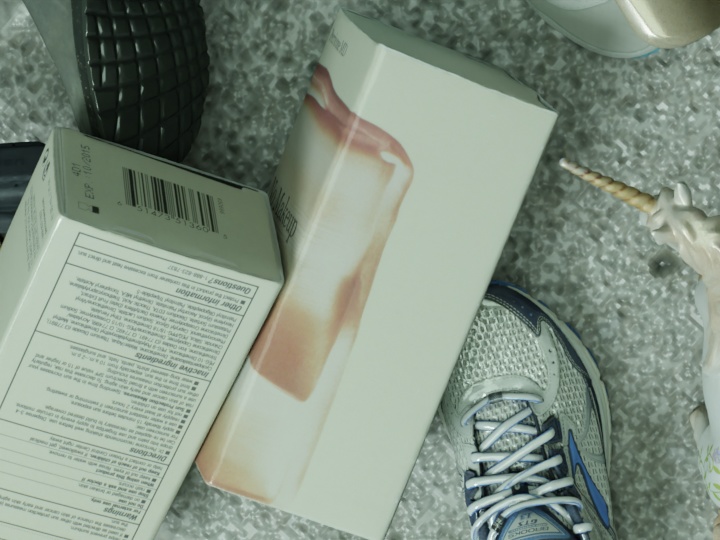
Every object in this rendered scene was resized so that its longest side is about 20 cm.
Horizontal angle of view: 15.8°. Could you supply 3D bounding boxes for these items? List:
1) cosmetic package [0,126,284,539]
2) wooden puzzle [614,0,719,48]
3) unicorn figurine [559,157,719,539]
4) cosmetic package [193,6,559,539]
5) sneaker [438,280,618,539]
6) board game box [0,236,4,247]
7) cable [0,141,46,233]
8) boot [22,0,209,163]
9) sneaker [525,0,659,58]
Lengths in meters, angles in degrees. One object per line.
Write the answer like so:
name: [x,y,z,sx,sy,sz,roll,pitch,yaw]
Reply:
cosmetic package: [-0.119,0.049,1.112,0.105,0.071,0.201,18,120,-20]
wooden puzzle: [0.116,-0.191,1.051,0.037,0.200,0.186,-30,92,39]
unicorn figurine: [0.156,0.031,1.088,0.073,0.137,0.201,-18,94,11]
cosmetic package: [0.000,0.000,1.119,0.087,0.103,0.201,20,99,-14]
sneaker: [0.079,0.102,1.137,0.077,0.085,0.201,-17,94,11]
board game box: [-0.271,0.014,1.211,0.200,0.029,0.135,-40,91,12]
cable: [-0.192,0.020,1.159,0.198,0.051,0.164,-6,120,-9]
boot: [-0.142,-0.133,1.143,0.130,0.067,0.201,-8,98,47]
sneaker: [0.071,-0.155,1.078,0.076,0.081,0.200,-25,125,23]
